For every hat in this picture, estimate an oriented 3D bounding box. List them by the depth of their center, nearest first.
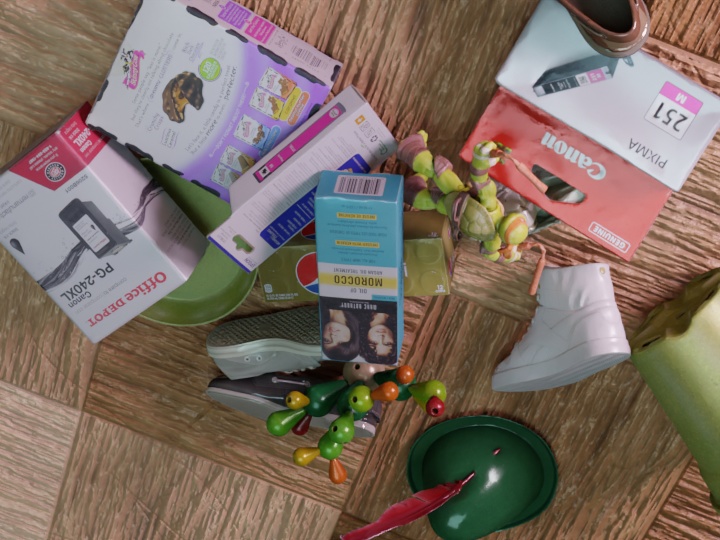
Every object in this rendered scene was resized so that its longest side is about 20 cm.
[{"bbox_3d":[0.112,0.275,1.444,0.198,0.176,0.167,-16,115,19],"label":"hat"}]

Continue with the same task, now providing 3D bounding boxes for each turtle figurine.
[{"bbox_3d":[0.104,-0.056,1.269,0.161,0.064,0.201,33,159,33],"label":"turtle figurine"}]

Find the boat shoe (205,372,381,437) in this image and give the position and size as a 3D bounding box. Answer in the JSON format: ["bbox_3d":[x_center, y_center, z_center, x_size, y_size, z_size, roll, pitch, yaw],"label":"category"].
[{"bbox_3d":[-0.071,0.138,1.485,0.198,0.057,0.067,12,156,9],"label":"boat shoe"}]

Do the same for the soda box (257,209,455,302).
[{"bbox_3d":[-0.004,-0.015,1.372,0.198,0.064,0.068,-3,119,12],"label":"soda box"}]

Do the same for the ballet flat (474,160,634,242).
[{"bbox_3d":[0.182,-0.072,1.304,0.199,0.072,0.072,-20,113,22],"label":"ballet flat"}]

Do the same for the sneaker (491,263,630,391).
[{"bbox_3d":[0.199,0.056,1.374,0.073,0.117,0.200,3,161,-31],"label":"sneaker"}]

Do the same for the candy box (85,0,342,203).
[{"bbox_3d":[-0.144,-0.174,1.307,0.199,0.072,0.168,29,121,-6],"label":"candy box"}]

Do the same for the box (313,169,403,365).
[{"bbox_3d":[0.000,0.000,1.307,0.081,0.049,0.201,4,127,8],"label":"box"}]

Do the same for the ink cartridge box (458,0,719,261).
[{"bbox_3d":[0.211,-0.129,1.231,0.199,0.044,0.174,32,104,7],"label":"ink cartridge box"}]

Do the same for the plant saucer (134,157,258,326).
[{"bbox_3d":[-0.200,-0.034,1.421,0.198,0.031,0.202,5,120,9],"label":"plant saucer"}]

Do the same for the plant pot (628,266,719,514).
[{"bbox_3d":[0.368,0.105,1.309,0.200,0.200,0.184,-41,93,27],"label":"plant pot"}]

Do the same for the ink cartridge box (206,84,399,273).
[{"bbox_3d":[-0.059,-0.086,1.292,0.200,0.037,0.095,-41,149,2],"label":"ink cartridge box"}]

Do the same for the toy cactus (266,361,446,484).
[{"bbox_3d":[0.004,0.133,1.394,0.199,0.165,0.103,-23,113,23],"label":"toy cactus"}]

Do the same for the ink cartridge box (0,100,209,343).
[{"bbox_3d":[-0.276,-0.046,1.363,0.145,0.084,0.200,-32,108,25],"label":"ink cartridge box"}]

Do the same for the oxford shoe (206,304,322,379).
[{"bbox_3d":[-0.070,0.081,1.436,0.198,0.075,0.058,-8,123,19],"label":"oxford shoe"}]

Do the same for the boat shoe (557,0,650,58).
[{"bbox_3d":[0.181,-0.274,1.162,0.076,0.072,0.200,-44,84,9],"label":"boat shoe"}]
